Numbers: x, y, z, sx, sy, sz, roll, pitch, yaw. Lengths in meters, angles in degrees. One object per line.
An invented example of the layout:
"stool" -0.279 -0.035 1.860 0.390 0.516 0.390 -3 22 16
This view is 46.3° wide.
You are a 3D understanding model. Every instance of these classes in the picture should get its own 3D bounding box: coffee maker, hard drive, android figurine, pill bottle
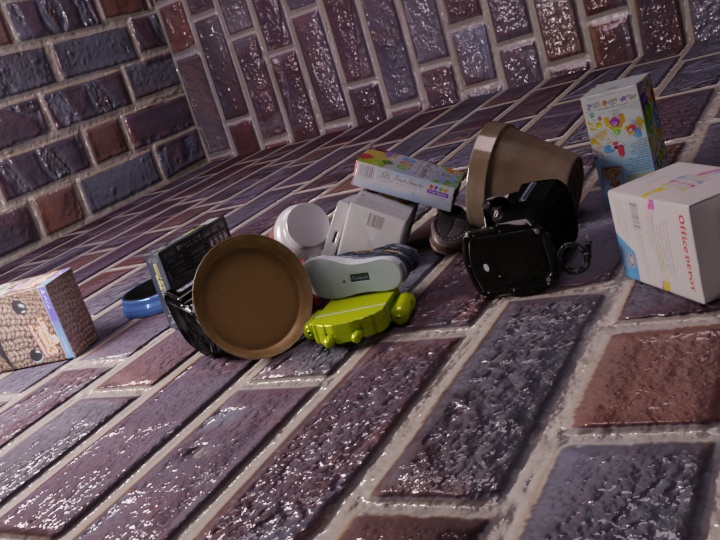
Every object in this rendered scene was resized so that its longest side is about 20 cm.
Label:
"coffee maker" -0.227 0.045 1.457 0.199 0.136 0.191 -35 6 -25
"hard drive" -0.037 -0.076 1.639 0.026 0.135 0.200 19 10 5
"android figurine" -0.004 0.071 1.322 0.178 0.042 0.200 -12 15 17
"coffee maker" 0.274 -0.048 1.298 0.188 0.137 0.200 16 30 21
"pill bottle" -0.121 -0.061 1.641 0.110 0.114 0.200 -23 -6 -19

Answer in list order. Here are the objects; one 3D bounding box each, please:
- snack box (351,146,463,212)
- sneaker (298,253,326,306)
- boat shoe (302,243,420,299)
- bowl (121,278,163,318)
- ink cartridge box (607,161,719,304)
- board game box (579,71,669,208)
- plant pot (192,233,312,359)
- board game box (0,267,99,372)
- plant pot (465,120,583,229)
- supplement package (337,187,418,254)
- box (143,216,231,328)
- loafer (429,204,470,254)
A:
"snack box" 0.094 -0.178 1.623 0.196 0.054 0.142 17 23 7
"sneaker" -0.111 0.022 1.549 0.075 0.080 0.199 -58 23 -18
"boat shoe" 0.000 0.000 1.394 0.196 0.072 0.091 -1 16 29
"bowl" -0.441 0.046 1.889 0.196 0.040 0.201 -17 17 5
"ink cartridge box" 0.436 -0.052 1.086 0.123 0.131 0.200 -21 17 -12
"board game box" 0.471 -0.228 1.485 0.103 0.204 0.103 -7 18 34
"plant pot" -0.173 0.043 1.351 0.197 0.203 0.027 -25 -3 -25
"board game box" -0.668 0.103 1.733 0.196 0.163 0.097 -12 17 20
"plant pot" 0.303 -0.159 1.515 0.170 0.204 0.200 10 28 27
"supplement package" 0.040 -0.091 1.608 0.111 0.112 0.200 19 24 5
"box" -0.325 0.002 1.691 0.050 0.161 0.199 -5 21 38
"loafer" 0.164 -0.064 1.552 0.071 0.072 0.200 14 22 6
